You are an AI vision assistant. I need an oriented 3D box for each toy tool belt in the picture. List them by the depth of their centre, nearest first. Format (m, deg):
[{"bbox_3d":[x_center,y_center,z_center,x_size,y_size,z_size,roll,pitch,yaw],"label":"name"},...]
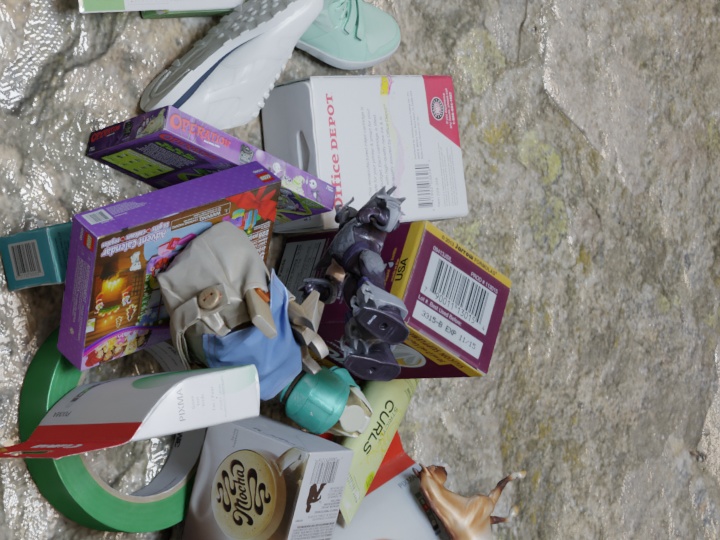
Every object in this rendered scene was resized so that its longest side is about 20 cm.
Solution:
[{"bbox_3d":[-0.088,0.057,1.531,0.125,0.123,0.200,-45,148,-9],"label":"toy tool belt"}]

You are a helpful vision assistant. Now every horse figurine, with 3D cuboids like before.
[{"bbox_3d":[0.125,0.286,1.809,0.132,0.050,0.202,-5,87,-44],"label":"horse figurine"}]

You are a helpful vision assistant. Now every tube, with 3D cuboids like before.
[{"bbox_3d":[0.015,0.150,1.764,0.058,0.052,0.201,37,53,-15],"label":"tube"}]

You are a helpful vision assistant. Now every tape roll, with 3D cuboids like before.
[{"bbox_3d":[-0.205,0.130,1.585,0.199,0.048,0.202,5,83,-42],"label":"tape roll"}]

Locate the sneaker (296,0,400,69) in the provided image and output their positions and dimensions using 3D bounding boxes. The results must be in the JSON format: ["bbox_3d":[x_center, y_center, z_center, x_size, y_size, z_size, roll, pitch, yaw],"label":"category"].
[{"bbox_3d":[-0.011,-0.261,1.746,0.199,0.118,0.074,8,60,-42],"label":"sneaker"}]

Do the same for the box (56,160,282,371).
[{"bbox_3d":[-0.162,-0.006,1.531,0.199,0.039,0.138,-21,136,-40],"label":"box"}]

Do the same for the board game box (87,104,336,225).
[{"bbox_3d":[-0.133,-0.090,1.625,0.199,0.120,0.033,25,69,-38],"label":"board game box"}]

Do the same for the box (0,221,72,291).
[{"bbox_3d":[-0.209,-0.028,1.574,0.199,0.082,0.050,-16,95,-42],"label":"box"}]

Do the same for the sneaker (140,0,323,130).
[{"bbox_3d":[-0.108,-0.188,1.658,0.200,0.076,0.081,-39,114,-1],"label":"sneaker"}]

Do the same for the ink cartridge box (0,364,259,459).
[{"bbox_3d":[-0.205,0.114,1.447,0.199,0.160,0.051,-6,89,-42],"label":"ink cartridge box"}]

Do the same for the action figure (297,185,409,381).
[{"bbox_3d":[0.000,0.000,1.579,0.069,0.131,0.201,16,34,-23],"label":"action figure"}]

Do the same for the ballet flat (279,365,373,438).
[{"bbox_3d":[-0.025,0.129,1.671,0.070,0.200,0.068,36,91,10],"label":"ballet flat"}]

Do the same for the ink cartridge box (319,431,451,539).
[{"bbox_3d":[0.018,0.242,1.776,0.162,0.050,0.202,-28,107,-41],"label":"ink cartridge box"}]

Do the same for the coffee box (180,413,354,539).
[{"bbox_3d":[-0.093,0.239,1.587,0.080,0.112,0.202,6,100,-59],"label":"coffee box"}]

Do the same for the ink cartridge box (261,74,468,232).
[{"bbox_3d":[0.005,-0.116,1.776,0.199,0.085,0.149,-5,89,-41],"label":"ink cartridge box"}]

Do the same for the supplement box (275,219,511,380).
[{"bbox_3d":[0.022,0.032,1.698,0.131,0.199,0.104,32,66,-35],"label":"supplement box"}]

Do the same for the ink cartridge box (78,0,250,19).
[{"bbox_3d":[-0.196,-0.304,1.638,0.199,0.048,0.147,-10,93,-42],"label":"ink cartridge box"}]
